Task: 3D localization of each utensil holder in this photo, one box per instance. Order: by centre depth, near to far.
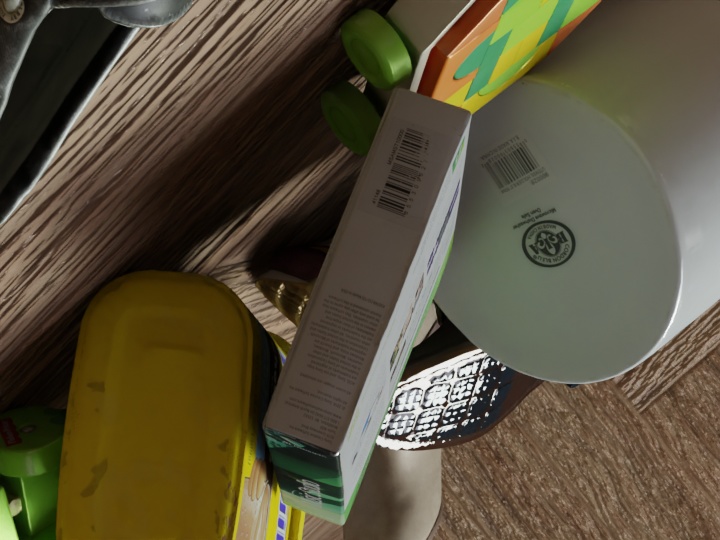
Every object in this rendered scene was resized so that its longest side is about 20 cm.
[{"bbox_3d":[0.138,-0.055,0.974,0.200,0.170,0.170,-36,170,-46],"label":"utensil holder"}]

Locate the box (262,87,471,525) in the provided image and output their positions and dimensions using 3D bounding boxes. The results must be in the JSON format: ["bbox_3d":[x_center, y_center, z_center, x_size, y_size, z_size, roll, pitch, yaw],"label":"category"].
[{"bbox_3d":[0.003,0.024,0.820,0.200,0.036,0.145,86,25,-74],"label":"box"}]

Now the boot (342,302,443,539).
[{"bbox_3d":[0.023,0.094,1.315,0.147,0.070,0.201,84,14,-45],"label":"boot"}]

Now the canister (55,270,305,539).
[{"bbox_3d":[-0.077,0.087,0.900,0.200,0.086,0.149,65,30,-78],"label":"canister"}]

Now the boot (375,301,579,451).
[{"bbox_3d":[0.053,0.029,1.027,0.199,0.097,0.075,-17,138,-38],"label":"boot"}]

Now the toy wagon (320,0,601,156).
[{"bbox_3d":[0.060,-0.120,0.781,0.155,0.040,0.200,-38,171,-17],"label":"toy wagon"}]

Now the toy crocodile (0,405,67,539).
[{"bbox_3d":[-0.180,0.113,0.860,0.200,0.062,0.068,-34,130,-42],"label":"toy crocodile"}]

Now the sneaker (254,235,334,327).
[{"bbox_3d":[0.000,0.000,1.047,0.090,0.075,0.200,-49,178,-4],"label":"sneaker"}]

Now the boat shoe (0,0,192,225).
[{"bbox_3d":[-0.051,-0.085,0.417,0.071,0.064,0.200,-29,165,-52],"label":"boat shoe"}]
